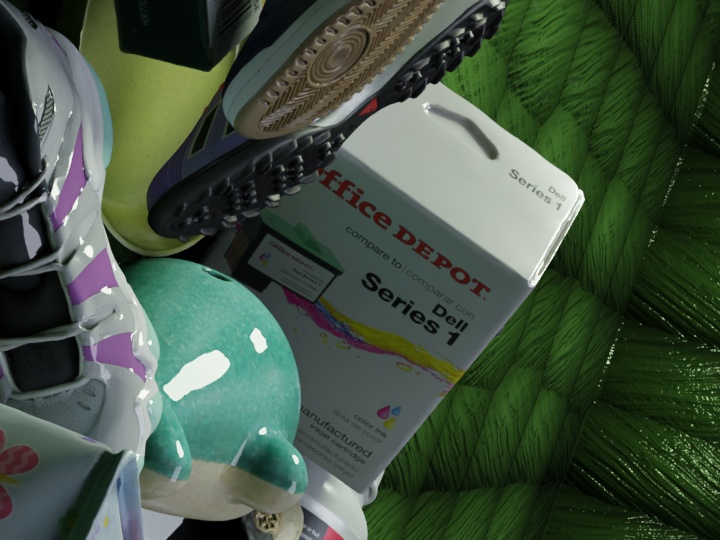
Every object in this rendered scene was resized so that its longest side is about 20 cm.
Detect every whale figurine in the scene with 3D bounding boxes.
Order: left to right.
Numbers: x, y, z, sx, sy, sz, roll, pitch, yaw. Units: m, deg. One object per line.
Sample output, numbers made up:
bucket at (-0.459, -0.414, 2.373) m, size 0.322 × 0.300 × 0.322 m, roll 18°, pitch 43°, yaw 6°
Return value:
whale figurine at (-0.089, 0.048, 0.927) m, size 0.104 × 0.158 × 0.200 m, roll -65°, pitch 175°, yaw 2°

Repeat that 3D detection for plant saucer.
plant saucer at (-0.086, -0.108, 0.971) m, size 0.200 × 0.031 × 0.201 m, roll -45°, pitch 142°, yaw -50°

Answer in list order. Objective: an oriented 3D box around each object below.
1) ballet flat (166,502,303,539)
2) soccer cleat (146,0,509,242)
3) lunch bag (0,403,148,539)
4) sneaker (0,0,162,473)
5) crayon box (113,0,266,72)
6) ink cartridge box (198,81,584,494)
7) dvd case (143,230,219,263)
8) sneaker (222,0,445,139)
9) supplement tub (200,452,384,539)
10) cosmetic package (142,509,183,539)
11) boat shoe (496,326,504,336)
ballet flat at (-0.106, 0.149, 1.069) m, size 0.199 × 0.067 × 0.057 m, roll -14°, pitch 164°, yaw -37°
soccer cleat at (-0.026, -0.091, 0.971) m, size 0.200 × 0.073 × 0.068 m, roll -37°, pitch 167°, yaw -10°
lunch bag at (-0.181, 0.134, 0.710) m, size 0.127 × 0.168 × 0.201 m, roll 82°, pitch 32°, yaw -57°
sneaker at (-0.136, -0.016, 0.779) m, size 0.140 × 0.077 × 0.201 m, roll 52°, pitch 22°, yaw -68°
crayon box at (-0.041, -0.190, 0.925) m, size 0.200 × 0.050 × 0.128 m, roll -49°, pitch 145°, yaw -46°
ink cartridge box at (0.000, 0.000, 1.093) m, size 0.200 × 0.144 × 0.084 m, roll -54°, pitch -178°, yaw 44°
dvd case at (-0.076, -0.095, 1.106) m, size 0.201 × 0.016 × 0.149 m, roll 95°, pitch 22°, yaw -47°
sneaker at (-0.007, -0.156, 0.890) m, size 0.200 × 0.109 × 0.070 m, roll -46°, pitch 161°, yaw 8°
supplement tub at (-0.081, 0.173, 1.189) m, size 0.141 × 0.139 × 0.201 m, roll 79°, pitch 34°, yaw -63°
cosmetic package at (-0.156, 0.127, 0.971) m, size 0.200 × 0.082 × 0.051 m, roll -45°, pitch 152°, yaw -60°
boat shoe at (0.025, -0.019, 1.265) m, size 0.064 × 0.200 × 0.072 m, roll 17°, pitch 113°, yaw -34°
